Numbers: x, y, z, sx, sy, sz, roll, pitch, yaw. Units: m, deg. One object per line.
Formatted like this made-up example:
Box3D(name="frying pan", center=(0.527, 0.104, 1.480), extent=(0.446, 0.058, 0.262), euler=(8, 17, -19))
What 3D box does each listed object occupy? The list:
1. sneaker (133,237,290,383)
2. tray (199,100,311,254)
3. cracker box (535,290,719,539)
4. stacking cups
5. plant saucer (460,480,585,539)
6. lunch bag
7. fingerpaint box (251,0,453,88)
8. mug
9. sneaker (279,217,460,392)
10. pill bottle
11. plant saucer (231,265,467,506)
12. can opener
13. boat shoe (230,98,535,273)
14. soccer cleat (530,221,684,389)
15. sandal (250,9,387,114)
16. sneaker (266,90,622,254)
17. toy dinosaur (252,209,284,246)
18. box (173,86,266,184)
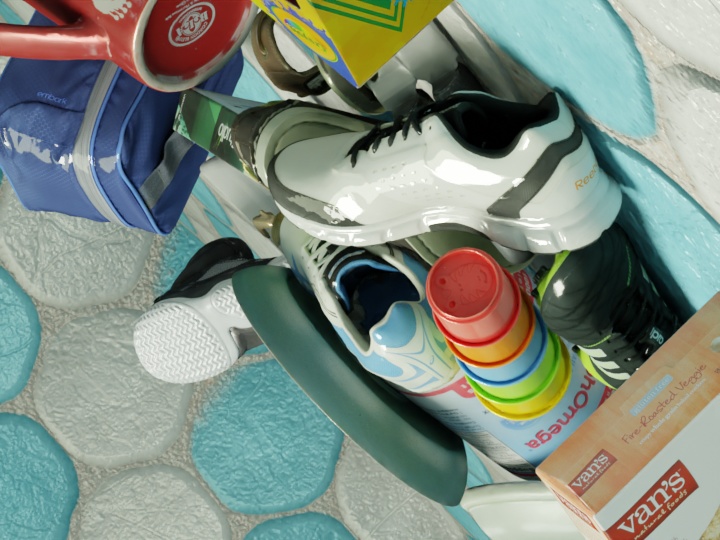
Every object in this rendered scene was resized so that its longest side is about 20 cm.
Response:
Box3D(name="sneaker", center=(-0.055, 0.011, 1.646), extent=(0.114, 0.199, 0.076), euler=(-91, -14, -69))
Box3D(name="tray", center=(-0.012, -0.042, 1.707), extent=(0.200, 0.107, 0.022), euler=(44, 150, 24))
Box3D(name="cracker box", center=(0.192, 0.126, 1.245), extent=(0.058, 0.134, 0.200), euler=(38, 169, 52))
Box3D(name="stacking cups", center=(0.076, 0.030, 1.296), extent=(0.061, 0.060, 0.200), euler=(45, 175, 18))
Box3D(name="plant saucer", center=(0.161, 0.170, 1.538), extent=(0.199, 0.050, 0.200), euler=(4, 168, 1))
Box3D(name="lunch bag", center=(-0.161, -0.132, 1.732), extent=(0.132, 0.201, 0.136), euler=(13, 155, 20))
Box3D(name="fingerpaint box", center=(-0.063, -0.206, 1.194), extent=(0.200, 0.073, 0.167), euler=(42, 171, 36))
Box3D(name="mug", center=(-0.181, -0.195, 1.600), extent=(0.200, 0.178, 0.133), euler=(38, -177, 31))
Box3D(name="sneaker", center=(0.000, 0.000, 1.434), extent=(0.073, 0.072, 0.200), euler=(49, 179, -36))
Box3D(name="pill bottle", center=(0.100, 0.066, 1.512), extent=(0.200, 0.109, 0.109), euler=(37, -179, -39))
Box3D(name="plant saucer", center=(0.000, 0.064, 1.500), extent=(0.200, 0.027, 0.200), euler=(44, -171, -9))
Box3D(name="can opener", center=(0.047, -0.093, 1.315), extent=(0.200, 0.053, 0.067), euler=(51, -153, -16))
Box3D(name="boat shoe", center=(0.018, -0.051, 1.387), extent=(0.201, 0.072, 0.061), euler=(21, -176, -32))
Box3D(name="soccer cleat", center=(0.146, 0.027, 1.308), extent=(0.081, 0.068, 0.200), euler=(33, 174, 22))
Box3D(name="sandal", center=(-0.032, -0.131, 1.393), extent=(0.080, 0.057, 0.201), euler=(44, -176, -30))
Box3D(name="sneaker", center=(0.036, -0.060, 1.245), extent=(0.199, 0.074, 0.080), euler=(1, 134, 30))
Box3D(name="toy dinosaur", center=(-0.021, -0.048, 1.614), extent=(0.101, 0.059, 0.200), euler=(5, -175, 38))
Box3D(name="box", center=(-0.022, -0.072, 1.536), extent=(0.144, 0.037, 0.200), euler=(10, -172, -24))
